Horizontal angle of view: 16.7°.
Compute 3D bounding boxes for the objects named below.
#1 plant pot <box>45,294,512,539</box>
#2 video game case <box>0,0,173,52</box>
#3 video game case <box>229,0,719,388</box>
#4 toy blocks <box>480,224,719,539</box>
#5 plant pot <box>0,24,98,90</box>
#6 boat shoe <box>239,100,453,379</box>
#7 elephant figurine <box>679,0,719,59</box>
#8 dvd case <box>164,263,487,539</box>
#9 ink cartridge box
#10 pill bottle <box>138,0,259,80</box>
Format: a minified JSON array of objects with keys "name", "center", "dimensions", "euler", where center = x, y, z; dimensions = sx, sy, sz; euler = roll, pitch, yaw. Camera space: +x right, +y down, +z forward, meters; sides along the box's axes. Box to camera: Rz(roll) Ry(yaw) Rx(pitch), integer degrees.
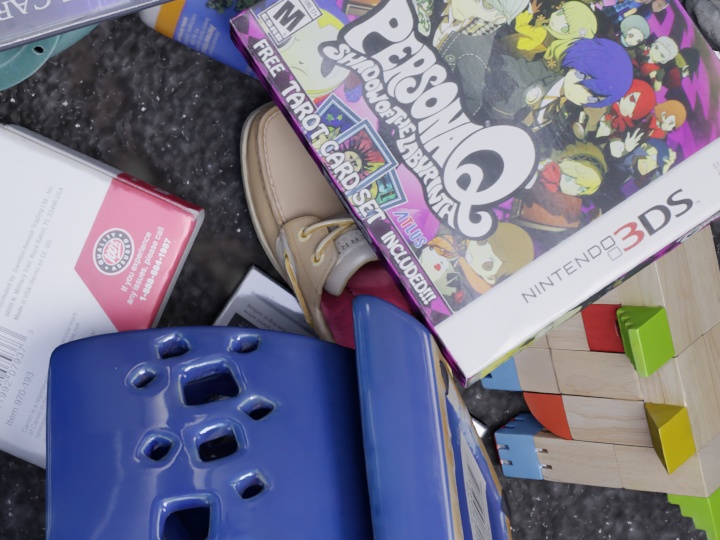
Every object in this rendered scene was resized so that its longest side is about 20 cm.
[{"name":"plant pot","center":[-0.026,0.139,1.114],"dimensions":[0.179,0.201,0.200],"euler":[-15,137,10]},{"name":"video game case","center":[-0.141,-0.204,1.060],"dimensions":[0.142,0.019,0.201],"euler":[-18,94,-16]},{"name":"video game case","center":[0.067,-0.079,1.127],"dimensions":[0.181,0.036,0.200],"euler":[-32,83,-6]},{"name":"toy blocks","center":[0.113,0.029,1.223],"dimensions":[0.136,0.100,0.201],"euler":[3,115,41]},{"name":"plant pot","center":[-0.186,-0.167,1.143],"dimensions":[0.199,0.135,0.201],"euler":[2,136,2]},{"name":"boat shoe","center":[0.000,0.000,1.227],"dimensions":[0.073,0.069,0.201],"euler":[-23,84,-14]},{"name":"elephant figurine","center":[0.181,-0.106,1.206],"dimensions":[0.199,0.155,0.142],"euler":[14,100,-7]},{"name":"dvd case","center":[-0.051,0.120,1.271],"dimensions":[0.150,0.025,0.200],"euler":[34,92,-3]},{"name":"ink cartridge box","center":[-0.197,-0.004,1.222],"dimensions":[0.199,0.083,0.146],"euler":[24,94,-2]},{"name":"pill bottle","center":[0.001,-0.132,1.210],"dimensions":[0.199,0.112,0.113],"euler":[24,93,-2]}]
